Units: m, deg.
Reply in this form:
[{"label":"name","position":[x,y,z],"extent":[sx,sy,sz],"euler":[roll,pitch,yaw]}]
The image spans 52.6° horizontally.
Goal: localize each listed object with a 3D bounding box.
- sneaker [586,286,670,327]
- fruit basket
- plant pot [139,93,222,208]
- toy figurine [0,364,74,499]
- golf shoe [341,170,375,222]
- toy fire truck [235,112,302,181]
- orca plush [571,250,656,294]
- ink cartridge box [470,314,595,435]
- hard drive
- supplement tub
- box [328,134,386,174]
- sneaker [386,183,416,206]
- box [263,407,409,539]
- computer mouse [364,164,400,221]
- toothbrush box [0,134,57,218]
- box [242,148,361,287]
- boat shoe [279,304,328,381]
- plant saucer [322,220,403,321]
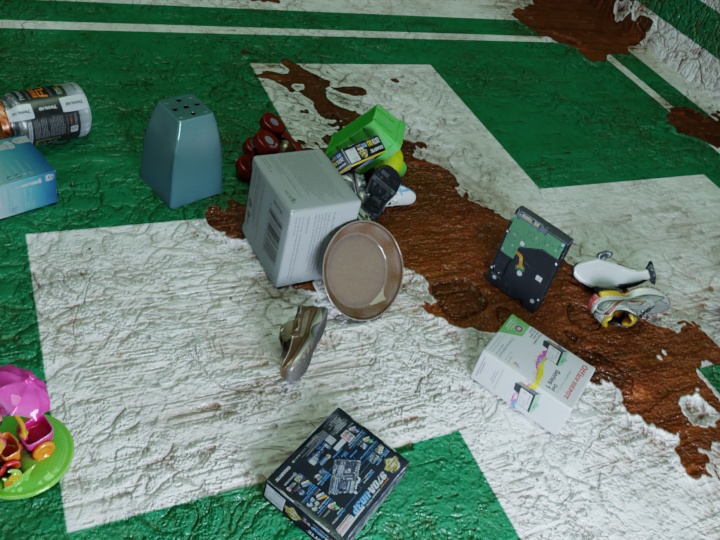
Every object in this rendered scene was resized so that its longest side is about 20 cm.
[{"label":"sneaker","position":[0.619,0.093,1.663],"extent":[0.195,0.079,0.083],"euler":[-6,48,-11]},{"label":"fruit basket","position":[0.038,-0.284,1.820],"extent":[0.211,0.218,0.157],"euler":[16,40,-1]},{"label":"plant pot","position":[-0.394,-0.276,1.617],"extent":[0.140,0.203,0.141],"euler":[-24,54,-38]},{"label":"toy figurine","position":[-0.512,0.221,1.031],"extent":[0.198,0.186,0.150],"euler":[-26,55,-38]},{"label":"golf shoe","position":[-0.018,-0.113,1.609],"extent":[0.093,0.204,0.078],"euler":[-17,7,-13]},{"label":"toy fire truck","position":[-0.200,-0.274,1.773],"extent":[0.166,0.112,0.202],"euler":[32,37,-20]},{"label":"orca plush","position":[0.601,0.002,1.751],"extent":[0.195,0.108,0.071],"euler":[-12,2,2]},{"label":"ink cartridge box","position":[0.339,0.201,1.427],"extent":[0.198,0.085,0.144],"euler":[33,43,18]},{"label":"hard drive","position":[0.368,-0.024,1.599],"extent":[0.139,0.203,0.038],"euler":[36,44,24]},{"label":"supplement tub","position":[-0.723,-0.348,1.643],"extent":[0.198,0.124,0.122],"euler":[-23,54,-38]},{"label":"box","position":[-0.055,-0.232,1.681],"extent":[0.050,0.198,0.159],"euler":[58,38,-4]},{"label":"sneaker","position":[0.042,-0.174,1.766],"extent":[0.196,0.072,0.074],"euler":[3,65,-18]},{"label":"box","position":[-0.036,0.335,1.176],"extent":[0.158,0.047,0.199],"euler":[33,43,18]},{"label":"computer mouse","position":[-0.001,-0.171,1.691],"extent":[0.139,0.046,0.203],"euler":[32,74,-10]},{"label":"toothbrush box","position":[-0.744,-0.183,1.480],"extent":[0.198,0.086,0.146],"euler":[-26,57,-40]},{"label":"box","position":[-0.128,-0.114,1.527],"extent":[0.168,0.202,0.201],"euler":[-11,47,-30]},{"label":"boat shoe","position":[-0.119,0.132,1.361],"extent":[0.070,0.077,0.201],"euler":[17,31,6]},{"label":"plant saucer","position":[0.000,0.000,1.492],"extent":[0.197,0.205,0.036],"euler":[-13,8,-31]}]
